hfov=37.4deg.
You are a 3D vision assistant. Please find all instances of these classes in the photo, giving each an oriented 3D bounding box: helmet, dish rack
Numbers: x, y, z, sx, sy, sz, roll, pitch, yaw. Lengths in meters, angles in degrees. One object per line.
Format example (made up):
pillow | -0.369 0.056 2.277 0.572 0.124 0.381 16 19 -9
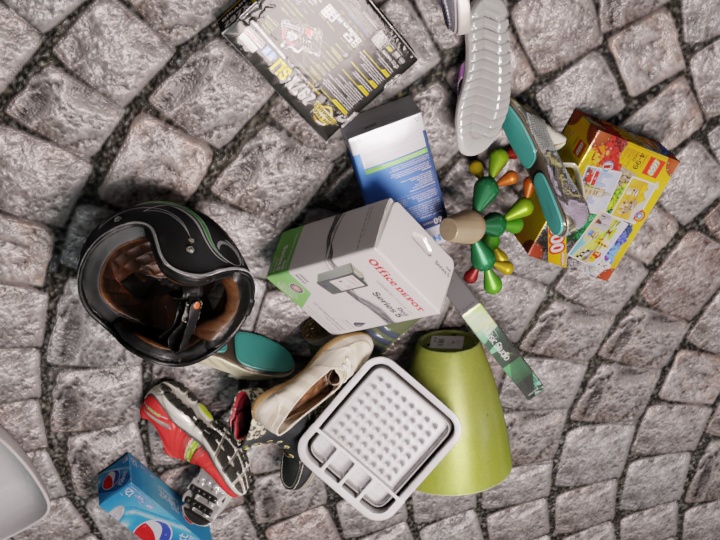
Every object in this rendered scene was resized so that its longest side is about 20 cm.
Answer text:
helmet | -0.247 0.007 1.327 0.200 0.190 0.201 -38 150 -28
dish rack | 0.028 0.233 1.500 0.171 0.044 0.200 40 103 -1

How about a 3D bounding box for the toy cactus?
toy cactus | 0.161 -0.067 1.435 0.164 0.102 0.202 -9 115 -48

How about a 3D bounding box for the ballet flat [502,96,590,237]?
ballet flat | 0.248 -0.143 1.405 0.071 0.072 0.202 -22 80 -4

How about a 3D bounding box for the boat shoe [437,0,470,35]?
boat shoe | 0.071 -0.370 1.261 0.092 0.075 0.202 -14 117 1

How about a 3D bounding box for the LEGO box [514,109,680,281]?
LEGO box | 0.326 -0.103 1.491 0.148 0.077 0.201 15 116 -24

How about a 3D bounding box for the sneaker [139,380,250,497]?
sneaker | -0.237 0.249 1.526 0.085 0.077 0.200 -42 88 24

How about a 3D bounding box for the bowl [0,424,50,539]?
bowl | -0.553 0.296 1.488 0.198 0.075 0.201 -23 124 -1

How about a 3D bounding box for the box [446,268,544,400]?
box | 0.179 0.081 1.523 0.036 0.145 0.200 -39 124 5

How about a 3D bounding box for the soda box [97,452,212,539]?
soda box | -0.309 0.367 1.607 0.064 0.068 0.200 -35 124 7

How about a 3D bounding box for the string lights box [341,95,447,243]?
string lights box | 0.049 -0.117 1.413 0.102 0.059 0.201 -20 125 -3

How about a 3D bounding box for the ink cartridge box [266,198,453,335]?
ink cartridge box | 0.000 0.000 1.397 0.199 0.085 0.145 -14 135 41

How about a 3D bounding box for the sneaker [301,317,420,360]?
sneaker | 0.021 0.087 1.531 0.198 0.067 0.090 -19 126 3

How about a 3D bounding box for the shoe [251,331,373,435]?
shoe | -0.055 0.155 1.448 0.199 0.053 0.070 -34 134 -20

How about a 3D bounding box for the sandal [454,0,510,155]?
sandal | 0.153 -0.251 1.370 0.082 0.050 0.205 -5 111 -31

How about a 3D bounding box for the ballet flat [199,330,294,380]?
ballet flat | -0.191 0.117 1.496 0.198 0.070 0.070 20 114 -24

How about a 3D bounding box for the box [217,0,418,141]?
box | -0.049 -0.279 1.290 0.159 0.050 0.200 -39 124 13

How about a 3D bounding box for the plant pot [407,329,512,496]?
plant pot | 0.132 0.198 1.578 0.185 0.187 0.202 -7 109 -12

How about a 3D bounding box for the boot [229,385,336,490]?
boot | -0.124 0.239 1.530 0.153 0.073 0.205 -7 123 -40

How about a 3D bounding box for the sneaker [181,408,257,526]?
sneaker | -0.197 0.284 1.594 0.201 0.075 0.081 -61 161 7
